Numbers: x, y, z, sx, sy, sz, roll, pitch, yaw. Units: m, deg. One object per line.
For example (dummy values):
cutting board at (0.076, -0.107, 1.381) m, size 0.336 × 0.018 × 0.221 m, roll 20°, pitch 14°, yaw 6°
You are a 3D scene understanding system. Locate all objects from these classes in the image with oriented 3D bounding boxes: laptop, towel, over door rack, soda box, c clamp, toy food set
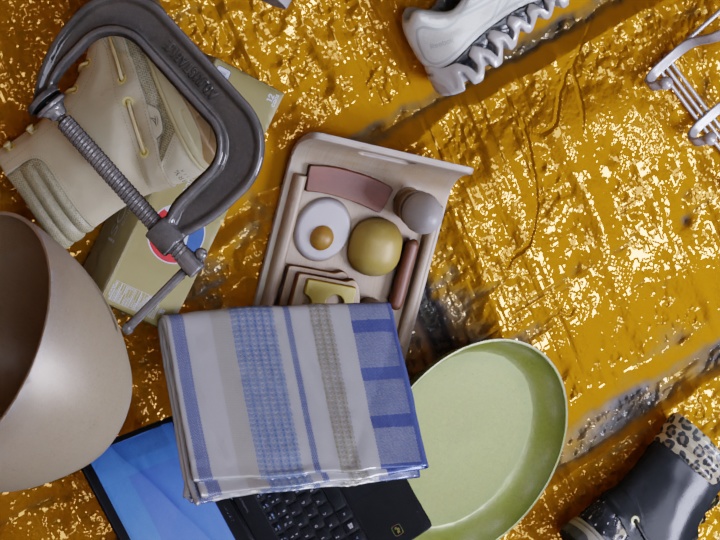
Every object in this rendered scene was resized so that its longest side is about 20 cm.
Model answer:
laptop at (-0.077, 0.165, 1.543) m, size 0.199 × 0.103 × 0.178 m, roll -30°, pitch 81°, yaw 3°
towel at (-0.051, 0.096, 1.544) m, size 0.199 × 0.024 × 0.148 m, roll -3°, pitch 70°, yaw -27°
over door rack at (0.351, -0.177, 1.730) m, size 0.200 × 0.067 × 0.148 m, roll -46°, pitch 116°, yaw -7°
soda box at (-0.136, -0.061, 1.549) m, size 0.064 × 0.068 × 0.201 m, roll 26°, pitch 91°, yaw -26°
c clamp at (-0.159, -0.085, 1.438) m, size 0.170 × 0.027 × 0.201 m, roll -37°, pitch 88°, yaw 11°
toy food set at (0.000, 0.000, 1.623) m, size 0.142 × 0.060 × 0.202 m, roll 11°, pitch 100°, yaw -25°

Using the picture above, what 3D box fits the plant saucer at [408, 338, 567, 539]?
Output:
plant saucer at (0.083, 0.143, 1.691) m, size 0.199 × 0.031 × 0.202 m, roll -16°, pitch 120°, yaw -30°

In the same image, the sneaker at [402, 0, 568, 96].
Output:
sneaker at (0.118, -0.228, 1.620) m, size 0.200 × 0.075 × 0.081 m, roll -42°, pitch 106°, yaw -9°

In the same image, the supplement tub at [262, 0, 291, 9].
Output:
supplement tub at (-0.058, -0.305, 1.482) m, size 0.144 × 0.144 × 0.201 m, roll 29°, pitch 91°, yaw -26°

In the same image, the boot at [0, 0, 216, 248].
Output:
boot at (-0.202, -0.132, 1.496) m, size 0.155 × 0.073 × 0.201 m, roll -29°, pitch 83°, yaw 13°

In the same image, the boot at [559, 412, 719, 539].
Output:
boot at (0.282, 0.237, 1.797) m, size 0.154 × 0.073 × 0.204 m, roll -48°, pitch 117°, yaw -9°

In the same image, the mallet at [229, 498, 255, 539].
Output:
mallet at (-0.059, 0.141, 1.620) m, size 0.066 × 0.041 × 0.200 m, roll 37°, pitch 90°, yaw -23°

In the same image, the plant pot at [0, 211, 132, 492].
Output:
plant pot at (-0.243, 0.077, 1.480) m, size 0.134 × 0.200 × 0.201 m, roll 32°, pitch 89°, yaw -42°
